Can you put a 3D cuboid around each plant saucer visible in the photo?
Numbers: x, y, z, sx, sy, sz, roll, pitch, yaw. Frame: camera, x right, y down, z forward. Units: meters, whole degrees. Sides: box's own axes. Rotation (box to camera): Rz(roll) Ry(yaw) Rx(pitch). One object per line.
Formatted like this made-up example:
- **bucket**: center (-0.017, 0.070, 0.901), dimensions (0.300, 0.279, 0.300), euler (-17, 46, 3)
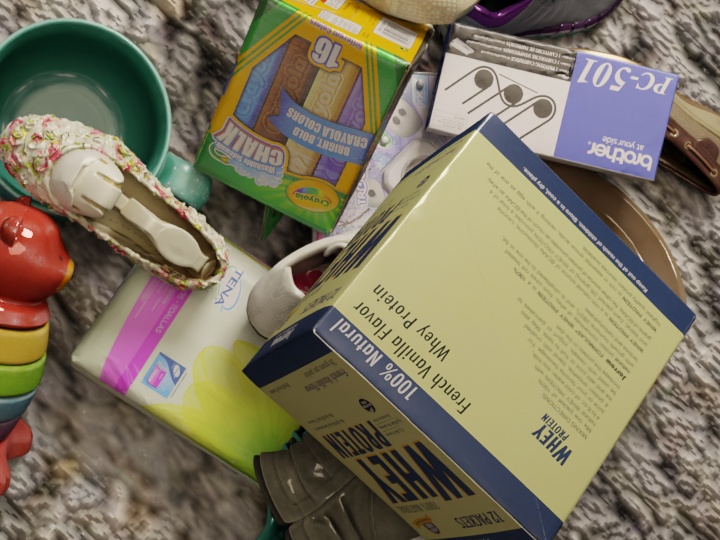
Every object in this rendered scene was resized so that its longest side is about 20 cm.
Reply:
- **plant saucer**: center (0.196, -0.004, 1.113), dimensions (0.200, 0.029, 0.201), euler (19, 49, -24)

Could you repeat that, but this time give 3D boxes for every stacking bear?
- **stacking bear**: center (-0.275, 0.044, 0.959), dimensions (0.113, 0.121, 0.201), euler (22, 104, -7)

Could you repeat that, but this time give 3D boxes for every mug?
- **mug**: center (-0.226, -0.101, 1.038), dimensions (0.152, 0.114, 0.185), euler (-31, 99, -16)

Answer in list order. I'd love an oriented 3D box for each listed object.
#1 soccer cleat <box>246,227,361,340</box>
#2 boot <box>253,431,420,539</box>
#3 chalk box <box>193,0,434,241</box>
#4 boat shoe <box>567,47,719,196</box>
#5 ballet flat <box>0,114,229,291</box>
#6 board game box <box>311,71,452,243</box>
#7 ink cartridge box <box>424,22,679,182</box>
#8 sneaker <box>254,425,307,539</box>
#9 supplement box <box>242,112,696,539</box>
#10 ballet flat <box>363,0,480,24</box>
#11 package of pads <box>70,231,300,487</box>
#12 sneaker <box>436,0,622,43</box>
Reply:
- **soccer cleat**: center (0.000, 0.000, 1.029), dimensions (0.200, 0.086, 0.070), euler (-26, 77, -39)
- **boot**: center (-0.023, 0.118, 0.942), dimensions (0.130, 0.068, 0.201), euler (-22, 81, 5)
- **chalk box**: center (-0.045, -0.120, 1.034), dimensions (0.124, 0.124, 0.200), euler (27, 116, -1)
- **boat shoe**: center (0.250, -0.130, 1.170), dimensions (0.200, 0.072, 0.072), euler (28, 74, -12)
- **ballet flat**: center (-0.173, -0.049, 0.960), dimensions (0.200, 0.064, 0.076), euler (33, 90, -27)
- **board game box**: center (0.057, -0.081, 1.142), dimensions (0.199, 0.026, 0.201), euler (1, 80, -12)
- **ink cartridge box**: center (0.162, -0.144, 1.116), dimensions (0.199, 0.044, 0.094), euler (13, 92, -1)
- **sneaker**: center (-0.033, 0.150, 0.995), dimensions (0.091, 0.078, 0.201), euler (7, 95, -34)
- **supplement box**: center (0.072, 0.048, 0.858), dimensions (0.200, 0.134, 0.200), euler (43, 64, -8)
- **ballet flat**: center (-0.001, -0.245, 0.995), dimensions (0.200, 0.062, 0.068), euler (26, 96, 12)
- **package of pads**: center (-0.111, 0.064, 1.057), dimensions (0.200, 0.068, 0.155), euler (34, 75, -7)
- **sneaker**: center (0.169, -0.249, 1.165), dimensions (0.199, 0.088, 0.075), euler (-23, 85, -14)
